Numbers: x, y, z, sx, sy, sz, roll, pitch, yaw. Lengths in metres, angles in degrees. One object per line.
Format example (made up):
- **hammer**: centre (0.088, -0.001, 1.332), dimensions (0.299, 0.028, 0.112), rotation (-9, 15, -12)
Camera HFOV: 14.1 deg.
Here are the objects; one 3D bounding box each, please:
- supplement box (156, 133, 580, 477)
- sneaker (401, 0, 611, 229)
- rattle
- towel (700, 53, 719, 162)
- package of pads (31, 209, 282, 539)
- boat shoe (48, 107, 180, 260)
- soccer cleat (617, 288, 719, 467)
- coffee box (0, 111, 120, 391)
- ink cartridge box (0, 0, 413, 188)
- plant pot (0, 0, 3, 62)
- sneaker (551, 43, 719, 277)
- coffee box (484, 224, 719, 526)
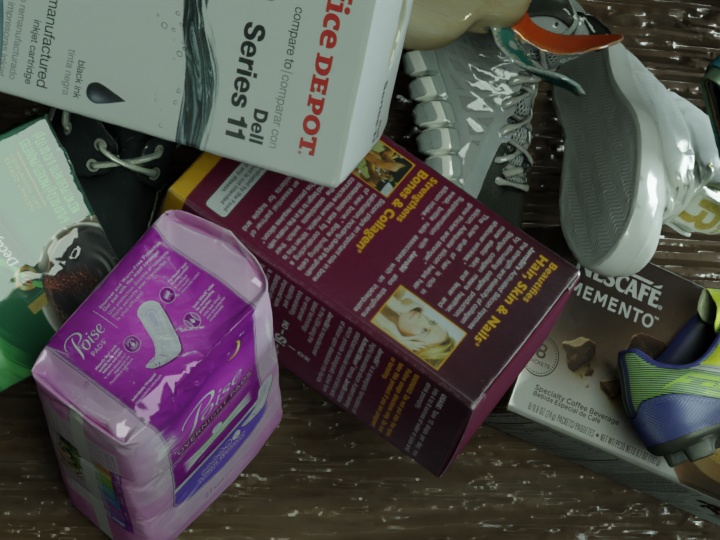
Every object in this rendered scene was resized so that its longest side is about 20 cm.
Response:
- **supplement box**: centre (0.000, 0.000, 1.555), dimensions (0.200, 0.086, 0.110), rotation (35, 58, 8)
- **sneaker**: centre (0.089, -0.094, 1.620), dimensions (0.115, 0.075, 0.201), rotation (-15, 86, 13)
- **rattle**: centre (0.021, -0.138, 1.581), dimensions (0.200, 0.143, 0.131), rotation (29, 34, -26)
- **towel**: centre (0.269, -0.128, 1.622), dimensions (0.200, 0.022, 0.147), rotation (-43, 146, -15)
- **package of pads**: centre (-0.100, 0.063, 1.504), dimensions (0.076, 0.200, 0.121), rotation (35, 71, 15)
- **boat shoe**: centre (-0.130, -0.081, 1.566), dimensions (0.075, 0.060, 0.201), rotation (4, 86, -23)
- **soccer cleat**: centre (0.231, 0.038, 1.630), dimensions (0.200, 0.065, 0.084), rotation (-25, 89, -24)
- **coffee box**: centre (-0.225, 0.016, 1.511), dimensions (0.199, 0.044, 0.123), rotation (-27, 100, -9)
- **ink cartridge box**: centre (-0.078, -0.142, 1.469), dimensions (0.199, 0.083, 0.147), rotation (16, 114, 9)
- **plant pot**: centre (-0.250, -0.116, 1.434), dimensions (0.134, 0.200, 0.201), rotation (3, 87, -17)
- **sneaker**: centre (0.172, -0.048, 1.641), dimensions (0.115, 0.074, 0.200), rotation (33, 32, -22)
- **coffee box**: centre (0.165, 0.063, 1.676), dimensions (0.199, 0.080, 0.114), rotation (25, 78, -20)
